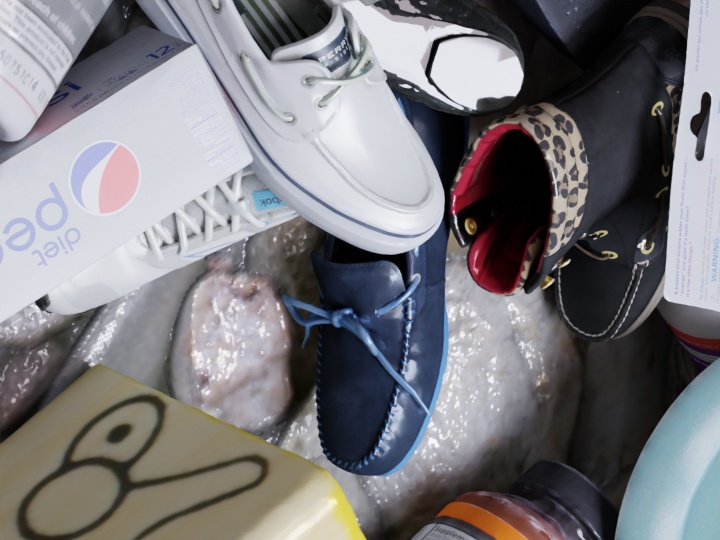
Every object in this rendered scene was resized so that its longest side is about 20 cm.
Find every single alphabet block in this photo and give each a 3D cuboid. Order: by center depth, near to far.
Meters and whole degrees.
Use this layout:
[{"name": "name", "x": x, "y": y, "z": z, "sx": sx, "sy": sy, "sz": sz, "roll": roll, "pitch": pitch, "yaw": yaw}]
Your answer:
[{"name": "alphabet block", "x": -0.104, "y": 0.193, "z": 1.335, "sx": 0.200, "sy": 0.195, "sz": 0.197, "roll": -40, "pitch": 127, "yaw": -23}]

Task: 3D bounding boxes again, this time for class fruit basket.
[{"name": "fruit basket", "x": 0.228, "y": -0.060, "z": 1.487, "sx": 0.200, "sy": 0.094, "sz": 0.186, "roll": 9, "pitch": 82, "yaw": -32}]

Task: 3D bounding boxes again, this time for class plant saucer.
[{"name": "plant saucer", "x": 0.218, "y": 0.128, "z": 1.560, "sx": 0.200, "sy": 0.027, "sz": 0.201, "roll": -16, "pitch": 117, "yaw": -33}]

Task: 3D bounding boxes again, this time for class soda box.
[{"name": "soda box", "x": -0.151, "y": -0.028, "z": 1.279, "sx": 0.200, "sy": 0.068, "sz": 0.064, "roll": -34, "pitch": 114, "yaw": -15}]

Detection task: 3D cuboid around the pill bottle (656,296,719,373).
[{"name": "pill bottle", "x": 0.246, "y": 0.043, "z": 1.639, "sx": 0.112, "sy": 0.112, "sz": 0.200, "roll": -50, "pitch": 130, "yaw": -17}]

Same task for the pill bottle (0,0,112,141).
[{"name": "pill bottle", "x": -0.138, "y": -0.166, "z": 1.244, "sx": 0.114, "sy": 0.114, "sz": 0.200, "roll": 40, "pitch": 77, "yaw": -40}]

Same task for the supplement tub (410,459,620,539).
[{"name": "supplement tub", "x": 0.052, "y": 0.188, "z": 1.522, "sx": 0.200, "sy": 0.107, "sz": 0.107, "roll": -42, "pitch": 126, "yaw": -23}]

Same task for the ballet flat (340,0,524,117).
[{"name": "ballet flat", "x": -0.010, "y": -0.127, "z": 1.393, "sx": 0.200, "sy": 0.057, "sz": 0.067, "roll": 29, "pitch": 92, "yaw": -22}]

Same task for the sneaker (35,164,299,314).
[{"name": "sneaker", "x": -0.068, "y": -0.041, "z": 1.363, "sx": 0.200, "sy": 0.087, "sz": 0.075, "roll": -37, "pitch": 126, "yaw": -25}]

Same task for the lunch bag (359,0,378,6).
[{"name": "lunch bag", "x": 0.041, "y": -0.240, "z": 1.302, "sx": 0.118, "sy": 0.164, "sz": 0.200, "roll": 17, "pitch": 59, "yaw": -71}]

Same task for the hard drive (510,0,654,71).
[{"name": "hard drive", "x": 0.116, "y": -0.180, "z": 1.462, "sx": 0.135, "sy": 0.042, "sz": 0.200, "roll": -62, "pitch": 155, "yaw": -7}]

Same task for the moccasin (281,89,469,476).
[{"name": "moccasin", "x": 0.000, "y": 0.000, "z": 1.446, "sx": 0.068, "sy": 0.080, "sz": 0.200, "roll": 9, "pitch": 85, "yaw": -56}]

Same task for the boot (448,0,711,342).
[{"name": "boot", "x": 0.106, "y": -0.027, "z": 1.481, "sx": 0.151, "sy": 0.073, "sz": 0.200, "roll": -33, "pitch": 148, "yaw": -44}]

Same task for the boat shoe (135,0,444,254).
[{"name": "boat shoe", "x": -0.029, "y": -0.090, "z": 1.311, "sx": 0.200, "sy": 0.067, "sz": 0.074, "roll": 45, "pitch": 56, "yaw": -10}]
